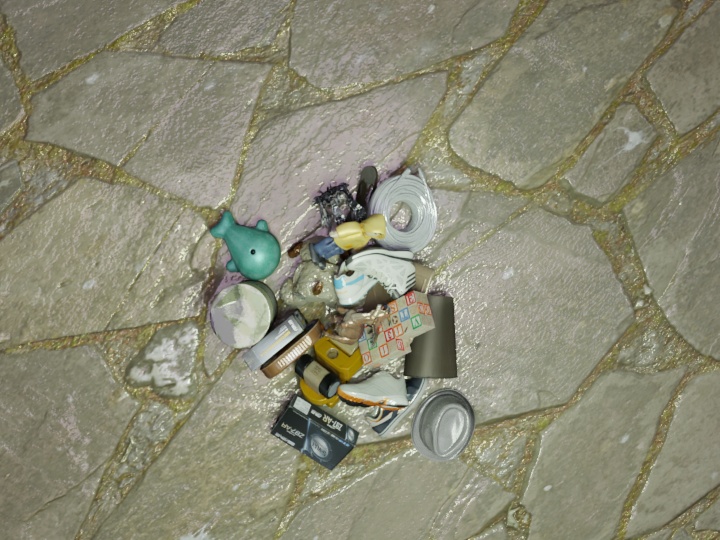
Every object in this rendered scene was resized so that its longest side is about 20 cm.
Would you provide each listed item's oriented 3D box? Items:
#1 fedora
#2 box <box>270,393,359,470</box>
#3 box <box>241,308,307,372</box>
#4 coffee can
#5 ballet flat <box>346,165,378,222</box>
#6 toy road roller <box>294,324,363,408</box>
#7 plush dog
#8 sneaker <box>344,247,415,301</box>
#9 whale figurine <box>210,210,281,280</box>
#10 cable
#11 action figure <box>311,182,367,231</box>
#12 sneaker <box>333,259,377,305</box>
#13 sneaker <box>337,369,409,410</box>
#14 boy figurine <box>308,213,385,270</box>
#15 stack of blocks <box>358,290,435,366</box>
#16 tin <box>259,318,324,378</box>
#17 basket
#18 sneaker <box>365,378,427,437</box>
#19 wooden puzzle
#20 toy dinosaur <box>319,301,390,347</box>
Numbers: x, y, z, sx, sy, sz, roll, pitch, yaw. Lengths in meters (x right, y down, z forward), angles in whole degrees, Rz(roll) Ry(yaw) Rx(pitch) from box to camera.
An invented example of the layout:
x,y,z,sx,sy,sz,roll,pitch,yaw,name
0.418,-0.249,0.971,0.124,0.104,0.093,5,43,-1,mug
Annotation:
x,y,z,sx,sy,sz,roll,pitch,yaw,name
0.229,0.426,1.518,0.174,0.090,0.204,30,90,-5,fedora
-0.120,0.419,1.468,0.197,0.044,0.161,33,132,-5,box
-0.208,0.170,1.419,0.157,0.200,0.049,-40,91,-2,box
-0.284,0.102,1.410,0.141,0.200,0.152,0,91,-4,coffee can
0.006,-0.175,1.503,0.065,0.046,0.207,15,94,15,ballet flat
-0.073,0.260,1.478,0.121,0.149,0.200,31,56,26,toy road roller
-0.110,-0.007,1.461,0.192,0.161,0.178,3,69,-4,plush dog
0.058,0.013,1.377,0.195,0.075,0.119,-1,69,-31,sneaker
-0.295,-0.066,1.451,0.199,0.104,0.160,40,87,0,whale figurine
0.107,-0.145,1.478,0.197,0.069,0.204,-33,107,-14,cable
-0.055,-0.156,1.438,0.116,0.200,0.105,-23,116,-9,action figure
0.000,0.000,1.443,0.074,0.201,0.083,-3,120,33,sneaker
0.031,0.295,1.437,0.194,0.076,0.095,13,61,-24,sneaker
-0.023,-0.071,1.354,0.195,0.124,0.066,-23,61,14,boy figurine
0.084,0.146,1.392,0.197,0.058,0.119,-30,63,33,stack of blocks
-0.174,0.202,1.468,0.198,0.112,0.042,-40,95,-1,tin
0.185,0.171,1.481,0.133,0.178,0.208,-2,84,36,basket
0.093,0.345,1.511,0.079,0.078,0.201,40,90,-10,sneaker
0.094,0.070,1.475,0.037,0.182,0.206,22,89,-49,wooden puzzle
-0.018,0.145,1.392,0.132,0.200,0.088,23,58,-17,toy dinosaur
